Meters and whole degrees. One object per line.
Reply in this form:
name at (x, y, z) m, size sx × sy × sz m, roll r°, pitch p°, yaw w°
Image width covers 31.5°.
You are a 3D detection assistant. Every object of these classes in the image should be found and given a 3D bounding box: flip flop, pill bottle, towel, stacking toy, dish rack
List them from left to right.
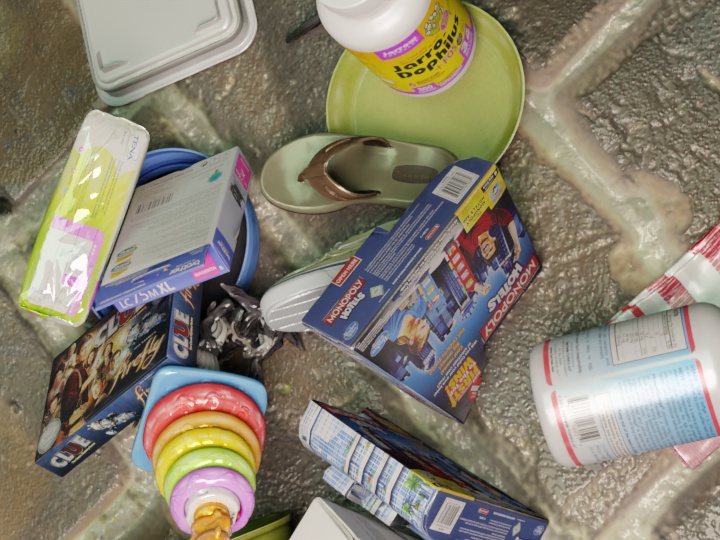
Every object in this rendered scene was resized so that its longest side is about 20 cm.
dish rack at (-0.216, -0.283, 1.351) m, size 0.199 × 0.044 × 0.172 m, roll -20°, pitch 72°, yaw 17°
stacking toy at (-0.126, 0.178, 1.060) m, size 0.200 × 0.109 × 0.116 m, roll -109°, pitch 35°, yaw -60°
flip flop at (-0.004, -0.092, 1.186) m, size 0.199 × 0.058 × 0.081 m, roll 6°, pitch 82°, yaw 23°
pill bottle at (0.027, -0.229, 1.122) m, size 0.104 × 0.200 × 0.105 m, roll -4°, pitch 78°, yaw 22°
pill bottle at (0.246, 0.088, 1.032) m, size 0.199 × 0.109 × 0.109 m, roll -15°, pitch 75°, yaw 17°
towel at (0.308, 0.051, 1.085) m, size 0.200 × 0.023 × 0.144 m, roll -43°, pitch 68°, yaw 9°

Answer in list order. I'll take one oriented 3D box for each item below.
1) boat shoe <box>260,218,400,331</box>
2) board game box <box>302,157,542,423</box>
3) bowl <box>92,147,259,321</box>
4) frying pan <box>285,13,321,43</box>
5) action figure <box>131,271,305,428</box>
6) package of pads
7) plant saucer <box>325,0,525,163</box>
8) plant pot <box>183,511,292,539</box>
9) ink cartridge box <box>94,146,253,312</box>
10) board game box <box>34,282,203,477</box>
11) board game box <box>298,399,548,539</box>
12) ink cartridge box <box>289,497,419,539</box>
boat shoe at (0.000, 0.000, 1.180) m, size 0.199 × 0.072 × 0.062 m, roll -17°, pitch 53°, yaw -10°
board game box at (0.067, 0.033, 1.106) m, size 0.062 × 0.200 × 0.200 m, roll 26°, pitch 69°, yaw 37°
bowl at (-0.193, -0.023, 1.294) m, size 0.200 × 0.039 × 0.201 m, roll -4°, pitch 78°, yaw 21°
frying pan at (-0.004, -0.266, 1.227) m, size 0.190 × 0.115 × 0.031 m, roll -33°, pitch 88°, yaw 15°
action figure at (-0.128, 0.091, 1.207) m, size 0.200 × 0.119 × 0.102 m, roll -38°, pitch 38°, yaw 19°
package of pads at (-0.263, -0.049, 1.220) m, size 0.068 × 0.154 × 0.201 m, roll 20°, pitch 87°, yaw -10°
plant saucer at (0.064, -0.160, 1.220) m, size 0.199 × 0.031 × 0.201 m, roll -4°, pitch 79°, yaw 21°
plant pot at (-0.128, 0.337, 1.130) m, size 0.200 × 0.200 × 0.194 m, roll -20°, pitch 85°, yaw 18°
ink cartridge box at (-0.169, -0.032, 1.180) m, size 0.119 × 0.042 × 0.200 m, roll -20°, pitch 30°, yaw 18°
board game box at (-0.227, 0.090, 1.204) m, size 0.200 × 0.035 × 0.136 m, roll -38°, pitch 34°, yaw 27°
board game box at (0.032, 0.179, 1.103) m, size 0.200 × 0.200 × 0.062 m, roll 29°, pitch 91°, yaw 38°
ink cartridge box at (0.015, 0.294, 1.056) m, size 0.145 × 0.200 × 0.084 m, roll -58°, pitch 31°, yaw 3°
